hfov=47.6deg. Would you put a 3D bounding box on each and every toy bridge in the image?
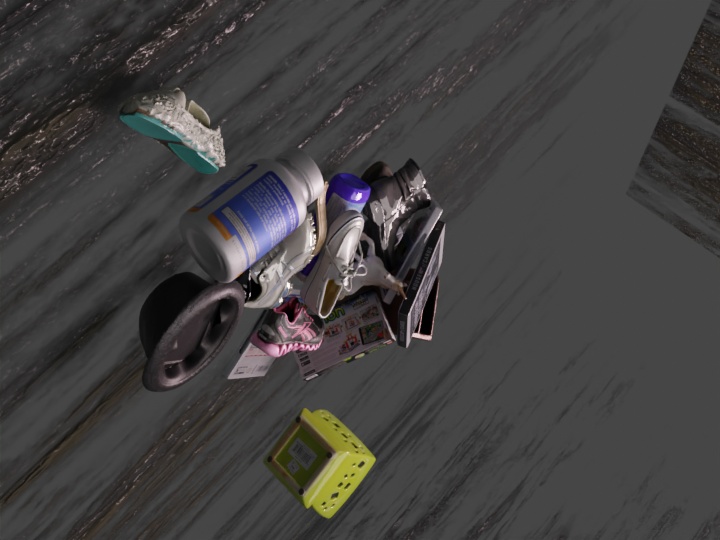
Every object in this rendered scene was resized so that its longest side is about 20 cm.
[{"bbox_3d":[-0.089,-0.066,1.360,0.027,0.067,0.202,-25,147,-48],"label":"toy bridge"}]

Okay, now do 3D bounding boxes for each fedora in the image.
[{"bbox_3d":[-0.260,0.075,1.182,0.200,0.091,0.202,-42,160,-19],"label":"fedora"}]

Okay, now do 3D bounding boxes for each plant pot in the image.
[{"bbox_3d":[-0.111,0.468,2.019,0.200,0.199,0.181,-51,152,-2],"label":"plant pot"}]

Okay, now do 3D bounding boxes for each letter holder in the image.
[{"bbox_3d":[0.052,0.057,1.689,0.100,0.197,0.145,15,83,-50],"label":"letter holder"}]

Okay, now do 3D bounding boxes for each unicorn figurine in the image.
[{"bbox_3d":[0.000,0.000,1.492,0.199,0.138,0.074,-24,-163,49],"label":"unicorn figurine"}]

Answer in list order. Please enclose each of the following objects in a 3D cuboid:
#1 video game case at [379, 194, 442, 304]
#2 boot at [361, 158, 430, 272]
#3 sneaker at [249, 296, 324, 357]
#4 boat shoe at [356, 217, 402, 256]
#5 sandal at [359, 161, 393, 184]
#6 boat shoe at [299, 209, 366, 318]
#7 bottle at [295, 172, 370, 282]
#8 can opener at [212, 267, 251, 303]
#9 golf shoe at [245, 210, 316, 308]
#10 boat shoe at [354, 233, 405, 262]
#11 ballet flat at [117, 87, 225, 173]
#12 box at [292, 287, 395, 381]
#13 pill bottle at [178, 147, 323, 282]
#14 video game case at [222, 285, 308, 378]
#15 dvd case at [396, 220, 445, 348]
[{"bbox_3d":[0.092,-0.044,1.562,0.202,0.018,0.143,-61,-170,11],"label":"video game case"},{"bbox_3d":[0.075,-0.096,1.505,0.130,0.070,0.202,-28,135,-17],"label":"boot"},{"bbox_3d":[-0.117,0.093,1.474,0.199,0.078,0.097,-9,122,-64],"label":"sneaker"},{"bbox_3d":[0.010,-0.063,1.606,0.062,0.073,0.198,-37,167,36],"label":"boat shoe"},{"bbox_3d":[0.053,-0.137,1.548,0.082,0.054,0.200,-53,148,-12],"label":"sandal"},{"bbox_3d":[-0.034,0.000,1.382,0.074,0.086,0.204,-1,130,-46],"label":"boat shoe"},{"bbox_3d":[-0.056,-0.071,1.425,0.083,0.065,0.202,-13,136,-61],"label":"bottle"},{"bbox_3d":[-0.181,-0.028,1.243,0.063,0.078,0.203,10,111,-42],"label":"can opener"},{"bbox_3d":[-0.140,-0.015,1.329,0.096,0.078,0.202,-13,136,-51],"label":"golf shoe"},{"bbox_3d":[0.031,-0.029,1.679,0.199,0.072,0.066,-33,158,-33],"label":"boat shoe"},{"bbox_3d":[-0.214,-0.172,0.941,0.072,0.071,0.200,-52,162,0],"label":"ballet flat"},{"bbox_3d":[-0.041,0.127,1.608,0.197,0.112,0.035,-25,161,8],"label":"box"},{"bbox_3d":[-0.146,-0.084,1.140,0.199,0.112,0.113,-41,157,-28],"label":"pill bottle"},{"bbox_3d":[-0.168,0.116,1.537,0.202,0.018,0.143,-56,159,9],"label":"video game case"},{"bbox_3d":[0.114,0.027,1.531,0.151,0.024,0.203,85,26,-63],"label":"dvd case"}]
